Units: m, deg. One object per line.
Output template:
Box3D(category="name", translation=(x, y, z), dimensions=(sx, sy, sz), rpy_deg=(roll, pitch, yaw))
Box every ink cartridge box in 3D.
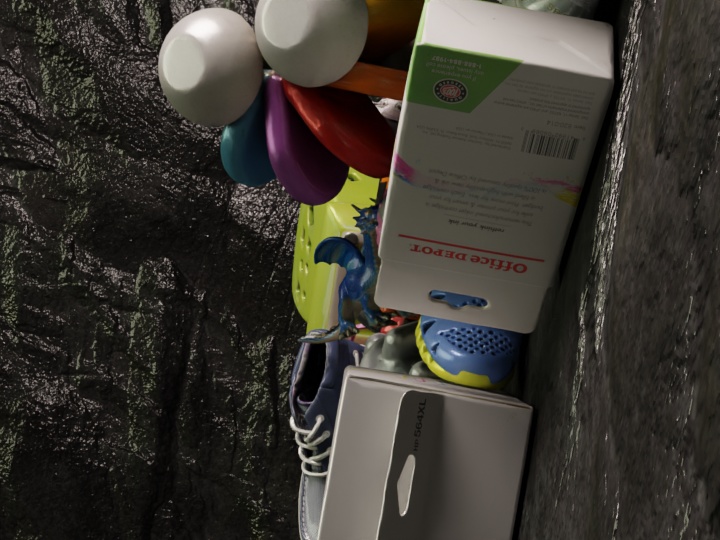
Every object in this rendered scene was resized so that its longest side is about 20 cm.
Box3D(category="ink cartridge box", translation=(0.077, -0.061, 0.793), dimensions=(0.067, 0.117, 0.201), rpy_deg=(-80, 0, -50))
Box3D(category="ink cartridge box", translation=(0.040, 0.140, 0.878), dimensions=(0.200, 0.125, 0.129), rpy_deg=(112, 168, -88))

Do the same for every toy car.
Box3D(category="toy car", translation=(-0.033, -0.125, 0.921), dimensions=(0.175, 0.199, 0.151), rpy_deg=(-7, -98, -59))

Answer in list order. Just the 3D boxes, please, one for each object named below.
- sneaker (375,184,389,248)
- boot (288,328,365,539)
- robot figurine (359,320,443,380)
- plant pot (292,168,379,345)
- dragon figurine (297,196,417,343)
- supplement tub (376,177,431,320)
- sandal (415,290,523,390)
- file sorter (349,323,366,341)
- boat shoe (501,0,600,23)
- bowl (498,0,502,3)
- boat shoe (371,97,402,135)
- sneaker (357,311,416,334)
Box3D(category="sneaker", translation=(0.088, -0.064, 0.900), dimensions=(0.080, 0.086, 0.200), rpy_deg=(57, 133, 27))
Box3D(category="boot", translation=(-0.037, 0.156, 1.146), dimensions=(0.090, 0.073, 0.201), rpy_deg=(30, -116, -51))
Box3D(category="robot figurine", translation=(0.047, 0.130, 1.070), dimensions=(0.170, 0.112, 0.201), rpy_deg=(58, 149, 39))
Box3D(category="plant pot", translation=(0.033, -0.012, 1.393), dimensions=(0.182, 0.199, 0.200), rpy_deg=(-98, 16, -63))
Box3D(category="dragon figurine", translation=(0.000, 0.000, 1.041), dimensions=(0.200, 0.059, 0.100), rpy_deg=(-31, 73, 63))
Box3D(category="supplement tub", translation=(0.073, -0.054, 1.110), dimensions=(0.123, 0.122, 0.201), rpy_deg=(103, 176, -87))
Box3D(category="sandal", translation=(0.089, 0.007, 0.952), dimensions=(0.200, 0.079, 0.087), rpy_deg=(-83, 6, -52))
Box3D(category="file sorter", translation=(0.034, 0.167, 1.255), dimensions=(0.139, 0.125, 0.201), rpy_deg=(101, 178, -72))
Box3D(category="boat shoe", translation=(0.128, -0.209, 0.839), dimensions=(0.065, 0.074, 0.202), rpy_deg=(-56, 16, 36))
Box3D(category="bowl", translation=(0.145, -0.336, 1.111), dimensions=(0.200, 0.074, 0.201), rpy_deg=(90, -172, -87))
Box3D(category="boat shoe", translation=(0.052, -0.116, 1.024), dimensions=(0.065, 0.199, 0.072), rpy_deg=(-70, -19, -2))
Box3D(category="sneaker", translation=(0.056, -0.013, 1.226), dimensions=(0.201, 0.098, 0.071), rpy_deg=(-51, -18, -29))
